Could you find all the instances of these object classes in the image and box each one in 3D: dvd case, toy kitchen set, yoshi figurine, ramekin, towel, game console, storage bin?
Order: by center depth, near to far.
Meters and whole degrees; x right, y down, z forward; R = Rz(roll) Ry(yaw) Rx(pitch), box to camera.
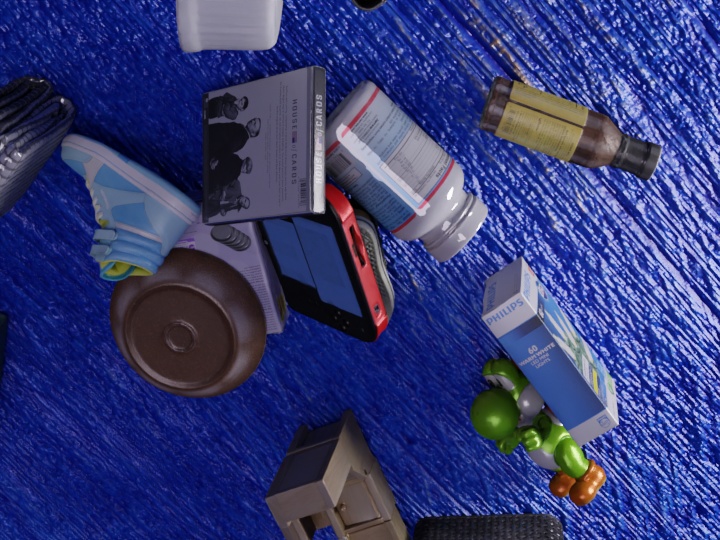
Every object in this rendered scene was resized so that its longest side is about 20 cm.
[{"bbox_3d":[-0.126,-0.320,1.169,0.096,0.201,0.204,5,115,-2],"label":"ramekin"},{"bbox_3d":[-0.108,-0.130,1.249,0.198,0.024,0.153,-2,87,47],"label":"dvd case"},{"bbox_3d":[-0.418,-0.122,1.295,0.085,0.200,0.166,39,113,-8],"label":"towel"},{"bbox_3d":[-0.054,-0.018,1.296,0.175,0.031,0.202,16,134,43],"label":"game console"},{"bbox_3d":[0.200,0.202,1.395,0.112,0.112,0.201,-33,102,27],"label":"yoshi figurine"},{"bbox_3d":[-0.058,0.321,1.443,0.161,0.181,0.202,-21,105,18],"label":"toy kitchen set"},{"bbox_3d":[0.167,0.399,1.491,0.196,0.094,0.137,-4,113,10],"label":"storage bin"}]

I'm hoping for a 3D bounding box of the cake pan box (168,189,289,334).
[{"bbox_3d":[-0.202,-0.001,1.398,0.197,0.052,0.187,-10,110,13],"label":"cake pan box"}]

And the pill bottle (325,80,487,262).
[{"bbox_3d":[0.044,-0.106,1.281,0.200,0.109,0.109,42,113,-11],"label":"pill bottle"}]

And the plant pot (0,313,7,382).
[{"bbox_3d":[-0.544,0.162,1.478,0.139,0.142,0.203,12,122,3],"label":"plant pot"}]

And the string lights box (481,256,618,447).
[{"bbox_3d":[0.220,0.094,1.344,0.059,0.103,0.201,-33,106,21],"label":"string lights box"}]

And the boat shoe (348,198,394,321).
[{"bbox_3d":[0.000,0.000,1.353,0.073,0.063,0.202,-5,134,4],"label":"boat shoe"}]

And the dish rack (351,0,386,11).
[{"bbox_3d":[0.046,-0.385,1.189,0.198,0.055,0.154,-28,107,19],"label":"dish rack"}]

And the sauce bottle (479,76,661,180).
[{"bbox_3d":[0.228,-0.150,1.257,0.197,0.065,0.065,22,115,0],"label":"sauce bottle"}]

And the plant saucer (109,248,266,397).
[{"bbox_3d":[-0.213,0.073,1.386,0.197,0.037,0.204,4,115,8],"label":"plant saucer"}]

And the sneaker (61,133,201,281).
[{"bbox_3d":[-0.291,-0.067,1.320,0.198,0.080,0.132,29,85,23],"label":"sneaker"}]
